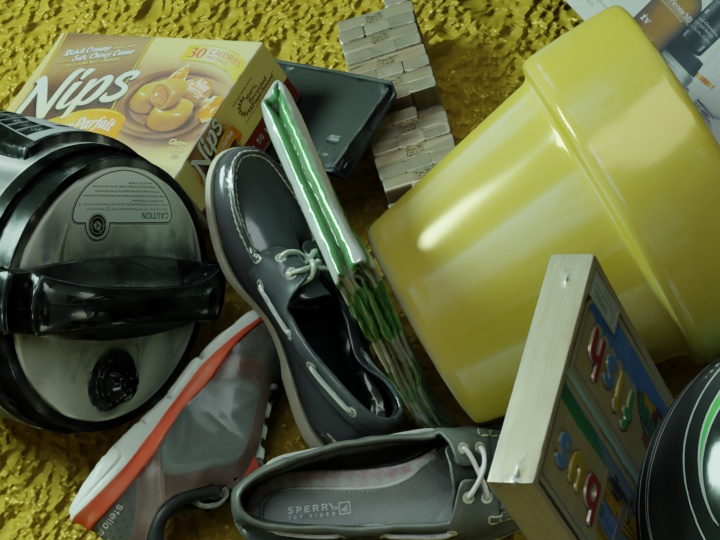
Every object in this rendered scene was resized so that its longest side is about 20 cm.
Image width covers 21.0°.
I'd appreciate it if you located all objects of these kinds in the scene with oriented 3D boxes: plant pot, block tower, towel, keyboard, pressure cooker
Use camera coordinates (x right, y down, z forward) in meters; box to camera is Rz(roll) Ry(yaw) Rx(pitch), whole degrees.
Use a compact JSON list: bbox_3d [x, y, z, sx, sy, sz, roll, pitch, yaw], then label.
[{"bbox_3d":[0.114,-0.016,1.097,0.188,0.201,0.201,-30,52,6],"label":"plant pot"},{"bbox_3d":[0.032,-0.087,1.253,0.058,0.054,0.201,-16,52,4],"label":"block tower"},{"bbox_3d":[0.000,0.000,1.108,0.023,0.200,0.153,-27,53,2],"label":"towel"},{"bbox_3d":[-0.062,-0.088,1.281,0.200,0.040,0.104,16,65,47],"label":"keyboard"},{"bbox_3d":[-0.186,0.005,1.159,0.199,0.179,0.176,12,52,40],"label":"pressure cooker"}]

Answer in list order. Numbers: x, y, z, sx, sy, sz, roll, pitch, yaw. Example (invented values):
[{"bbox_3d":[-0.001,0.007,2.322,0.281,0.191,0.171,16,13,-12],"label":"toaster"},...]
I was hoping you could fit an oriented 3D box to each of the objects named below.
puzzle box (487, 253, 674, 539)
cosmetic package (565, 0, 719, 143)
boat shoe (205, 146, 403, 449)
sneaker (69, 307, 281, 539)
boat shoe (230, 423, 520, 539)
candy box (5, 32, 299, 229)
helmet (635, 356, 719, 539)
[{"bbox_3d":[0.127,0.102,1.000,0.025,0.200,0.134,0,55,30],"label":"puzzle box"},{"bbox_3d":[0.207,-0.186,1.177,0.200,0.052,0.151,46,104,1],"label":"cosmetic package"},{"bbox_3d":[-0.028,0.012,1.140,0.072,0.063,0.201,-17,81,-35],"label":"boat shoe"},{"bbox_3d":[-0.084,0.098,1.160,0.082,0.077,0.200,42,65,2],"label":"sneaker"},{"bbox_3d":[0.025,0.124,1.090,0.199,0.057,0.067,-9,75,5],"label":"boat shoe"},{"bbox_3d":[-0.149,-0.095,1.278,0.199,0.055,0.116,8,56,41],"label":"candy box"},{"bbox_3d":[0.237,0.117,0.968,0.199,0.200,0.191,-9,52,10],"label":"helmet"}]
